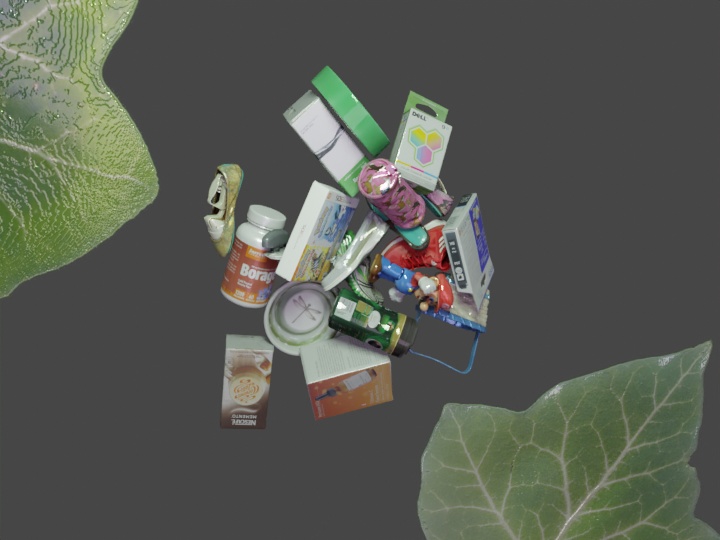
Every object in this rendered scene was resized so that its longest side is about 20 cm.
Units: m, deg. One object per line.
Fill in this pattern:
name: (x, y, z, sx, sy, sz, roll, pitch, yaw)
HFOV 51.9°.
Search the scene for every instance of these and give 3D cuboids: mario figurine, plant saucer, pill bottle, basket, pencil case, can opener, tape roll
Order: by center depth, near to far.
tape roll: (-0.020, -0.320, 1.500, 0.048, 0.201, 0.201, -39, 112, 6)
pencil case: (0.068, -0.154, 1.523, 0.084, 0.085, 0.199, -62, 151, -5)
can opener: (-0.138, -0.062, 1.581, 0.051, 0.199, 0.069, 11, 107, 26)
pill bottle: (-0.229, -0.032, 1.612, 0.109, 0.113, 0.205, 14, 107, -15)
mario figurine: (0.109, 0.043, 1.620, 0.195, 0.123, 0.109, 21, 107, 7)
plant saucer: (-0.129, 0.097, 1.704, 0.194, 0.050, 0.206, -7, 115, -14)
basket: (0.210, 0.120, 1.725, 0.173, 0.139, 0.205, 24, 79, -17)

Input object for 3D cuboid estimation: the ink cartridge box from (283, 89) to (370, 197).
ink cartridge box: (-0.064, -0.267, 1.541, 0.083, 0.147, 0.201, -40, 113, 4)

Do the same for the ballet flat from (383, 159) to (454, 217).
ballet flat: (0.130, -0.201, 1.648, 0.198, 0.069, 0.072, 37, 82, -18)

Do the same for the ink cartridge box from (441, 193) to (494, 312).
ink cartridge box: (0.245, -0.041, 1.659, 0.042, 0.199, 0.205, -8, 113, 25)

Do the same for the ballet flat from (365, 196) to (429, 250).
ballet flat: (0.079, -0.116, 1.650, 0.068, 0.068, 0.201, -40, 74, 1)

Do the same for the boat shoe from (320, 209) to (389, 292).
boat shoe: (-0.020, -0.039, 1.611, 0.065, 0.074, 0.203, 42, 90, 2)

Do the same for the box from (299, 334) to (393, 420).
box: (-0.031, 0.241, 1.723, 0.194, 0.108, 0.155, -14, 137, -5)

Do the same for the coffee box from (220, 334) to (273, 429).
coffee box: (-0.266, 0.261, 1.727, 0.111, 0.080, 0.206, 3, 109, -11)

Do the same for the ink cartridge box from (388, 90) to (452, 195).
ink cartridge box: (0.130, -0.278, 1.580, 0.101, 0.059, 0.205, 20, 81, -16)

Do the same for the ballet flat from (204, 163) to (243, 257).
ballet flat: (-0.301, -0.129, 1.584, 0.069, 0.071, 0.206, 10, 104, -14)

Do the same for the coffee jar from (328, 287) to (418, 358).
coffee jar: (0.030, 0.119, 1.635, 0.196, 0.105, 0.087, 24, 70, 1)

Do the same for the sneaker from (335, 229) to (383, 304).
sneaker: (0.000, 0.000, 1.685, 0.084, 0.078, 0.202, -33, 112, 2)

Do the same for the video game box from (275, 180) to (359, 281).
video game box: (-0.086, -0.077, 1.548, 0.046, 0.181, 0.204, 27, 99, 21)

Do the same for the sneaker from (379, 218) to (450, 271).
sneaker: (0.131, -0.030, 1.672, 0.198, 0.116, 0.079, -36, 129, 4)
